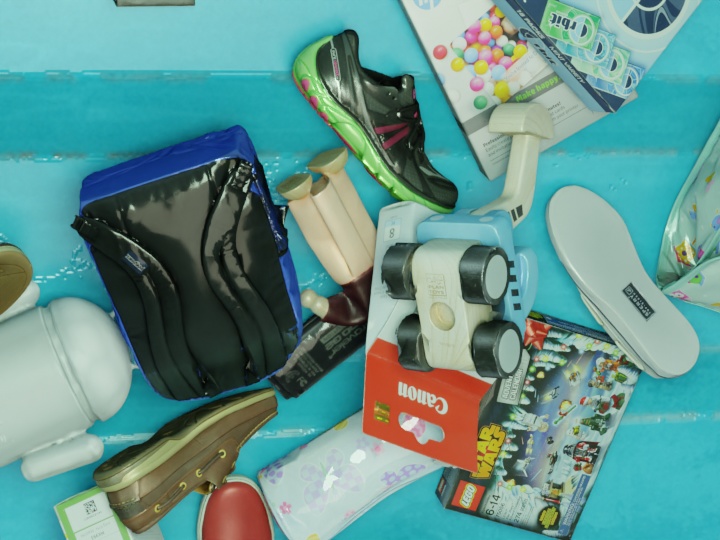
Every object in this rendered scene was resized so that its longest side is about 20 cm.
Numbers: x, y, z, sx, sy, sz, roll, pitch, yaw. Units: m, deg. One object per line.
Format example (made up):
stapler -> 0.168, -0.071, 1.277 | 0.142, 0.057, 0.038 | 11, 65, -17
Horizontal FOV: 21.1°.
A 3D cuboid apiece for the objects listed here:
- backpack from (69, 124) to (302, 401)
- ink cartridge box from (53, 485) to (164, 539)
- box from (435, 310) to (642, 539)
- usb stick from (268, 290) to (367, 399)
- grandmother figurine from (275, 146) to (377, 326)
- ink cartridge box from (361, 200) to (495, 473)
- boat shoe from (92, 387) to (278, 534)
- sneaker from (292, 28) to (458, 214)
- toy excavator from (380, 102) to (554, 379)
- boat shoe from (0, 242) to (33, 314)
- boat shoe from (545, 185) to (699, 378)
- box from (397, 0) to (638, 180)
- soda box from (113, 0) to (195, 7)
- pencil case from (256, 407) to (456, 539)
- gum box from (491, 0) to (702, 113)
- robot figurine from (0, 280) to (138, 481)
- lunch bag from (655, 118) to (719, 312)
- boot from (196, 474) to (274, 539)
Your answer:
backpack -> -0.128, -0.006, 1.617 | 0.161, 0.168, 0.201 | -17, 108, 7
ink cartridge box -> -0.193, 0.286, 1.688 | 0.059, 0.104, 0.201 | -25, 80, 6
box -> 0.169, 0.144, 1.807 | 0.136, 0.040, 0.201 | 16, 104, -16
usb stick -> -0.002, 0.039, 1.738 | 0.200, 0.033, 0.056 | -39, 118, 2
grandmother figurine -> 0.000, 0.000, 1.676 | 0.121, 0.061, 0.201 | -34, 108, -8
ink cartridge box -> 0.074, 0.059, 1.671 | 0.160, 0.047, 0.201 | 24, 64, -44
boat shoe -> -0.145, 0.163, 1.687 | 0.200, 0.072, 0.068 | -30, 100, -42
sneaker -> 0.027, -0.125, 1.667 | 0.084, 0.077, 0.200 | -41, 115, 1
toy excavator -> 0.108, -0.026, 1.626 | 0.099, 0.200, 0.196 | 2, 111, 33
boat shoe -> -0.370, 0.022, 1.626 | 0.199, 0.072, 0.072 | -30, 136, 8
boat shoe -> 0.231, 0.014, 1.761 | 0.072, 0.066, 0.200 | -41, 91, -20
box -> 0.134, -0.203, 1.683 | 0.155, 0.041, 0.201 | -29, 111, -3
soda box -> -0.169, -0.317, 1.563 | 0.070, 0.063, 0.201 | -3, 109, -12
pencil case -> 0.005, 0.175, 1.757 | 0.199, 0.083, 0.091 | -30, 90, 0
gum box -> 0.214, -0.266, 1.644 | 0.170, 0.044, 0.200 | 43, 77, -26
robot figurine -> -0.280, 0.095, 1.649 | 0.199, 0.113, 0.170 | -25, 82, -4
lunch bag -> 0.379, -0.040, 1.752 | 0.169, 0.122, 0.201 | 15, 114, -19
boot -> -0.102, 0.296, 1.741 | 0.072, 0.144, 0.201 | -6, 109, -10
